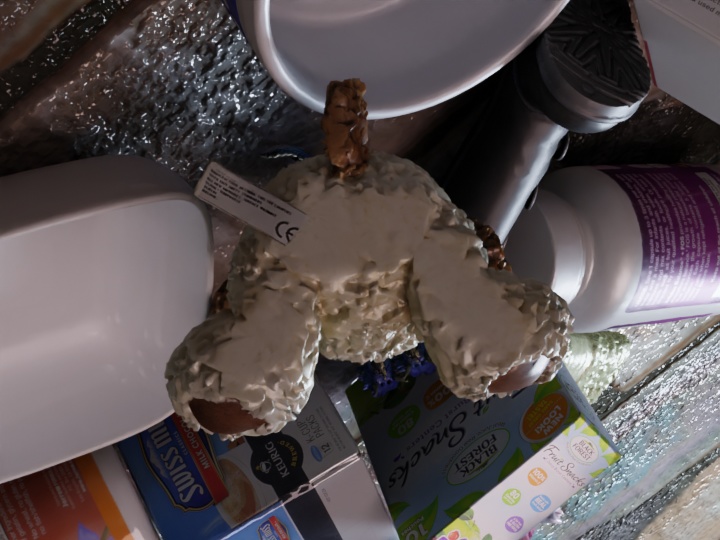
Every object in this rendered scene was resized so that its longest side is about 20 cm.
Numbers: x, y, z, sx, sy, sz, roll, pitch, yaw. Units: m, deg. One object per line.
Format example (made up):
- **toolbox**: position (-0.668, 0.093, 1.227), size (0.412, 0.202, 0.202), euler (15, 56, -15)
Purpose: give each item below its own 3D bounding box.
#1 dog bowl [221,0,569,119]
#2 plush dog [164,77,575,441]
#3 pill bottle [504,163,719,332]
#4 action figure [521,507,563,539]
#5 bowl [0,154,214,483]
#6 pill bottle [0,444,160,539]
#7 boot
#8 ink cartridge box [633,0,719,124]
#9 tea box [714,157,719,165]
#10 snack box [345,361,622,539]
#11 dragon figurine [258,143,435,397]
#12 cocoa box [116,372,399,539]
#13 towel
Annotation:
- **dog bowl**: position (0.022, -0.174, 0.729), size (0.199, 0.079, 0.201), euler (-24, 146, -17)
- **plush dog**: position (-0.006, -0.003, 0.782), size (0.199, 0.161, 0.172), euler (-9, 175, -4)
- **pill bottle**: position (0.173, -0.017, 1.030), size (0.199, 0.112, 0.113), euler (-4, 136, -38)
- **action figure**: position (0.107, 0.243, 1.342), size (0.149, 0.134, 0.200), euler (31, 103, -10)
- **bowl**: position (-0.182, 0.023, 0.802), size (0.199, 0.075, 0.201), euler (-17, 142, -25)
- **pill bottle**: position (-0.226, 0.185, 0.931), size (0.199, 0.112, 0.112), euler (-28, 146, -11)
- **boot**: position (0.086, -0.059, 0.876), size (0.065, 0.165, 0.200), euler (30, 121, -6)
- **ink cartridge box**: position (0.245, -0.187, 0.840), size (0.200, 0.083, 0.145), euler (-53, 158, -2)
- **tea box**: position (0.382, -0.052, 1.091), size (0.133, 0.197, 0.200), euler (8, 128, -46)
- **snack box**: position (0.074, 0.099, 1.011), size (0.142, 0.200, 0.053), euler (-42, 118, 10)
- **dragon figurine**: position (0.000, 0.000, 0.908), size (0.059, 0.100, 0.200), euler (-29, 146, -9)
- **cocoa box**: position (-0.064, 0.146, 1.003), size (0.131, 0.134, 0.200), euler (-29, 147, -6)
- **towel**: position (0.123, 0.120, 1.225), size (0.148, 0.037, 0.200), euler (8, 128, -47)
